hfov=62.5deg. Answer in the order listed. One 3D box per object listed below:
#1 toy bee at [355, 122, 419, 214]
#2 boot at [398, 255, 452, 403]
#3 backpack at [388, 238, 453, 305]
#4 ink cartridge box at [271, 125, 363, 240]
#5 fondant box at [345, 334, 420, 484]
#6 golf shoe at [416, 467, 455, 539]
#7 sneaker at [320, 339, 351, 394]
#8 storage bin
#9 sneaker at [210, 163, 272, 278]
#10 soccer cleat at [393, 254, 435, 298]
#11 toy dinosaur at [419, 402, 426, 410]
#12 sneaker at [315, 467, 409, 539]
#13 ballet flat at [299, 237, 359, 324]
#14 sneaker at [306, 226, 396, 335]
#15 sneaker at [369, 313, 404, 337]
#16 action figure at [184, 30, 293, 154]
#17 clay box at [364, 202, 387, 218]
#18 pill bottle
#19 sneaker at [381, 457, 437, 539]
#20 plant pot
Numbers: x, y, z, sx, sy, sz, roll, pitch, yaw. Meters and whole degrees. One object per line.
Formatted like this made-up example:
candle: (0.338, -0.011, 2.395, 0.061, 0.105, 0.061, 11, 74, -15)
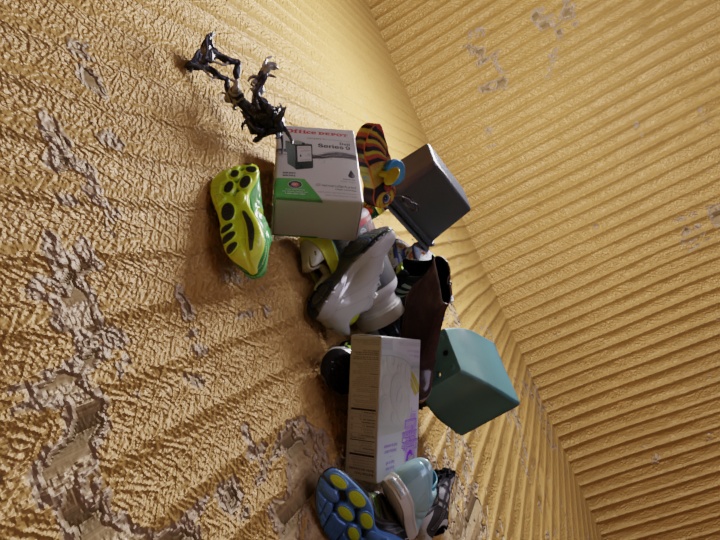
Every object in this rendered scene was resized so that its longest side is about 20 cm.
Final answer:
toy bee: (0.036, -0.161, 1.096, 0.201, 0.109, 0.130, 51, -21, -14)
boot: (0.108, 0.099, 0.991, 0.168, 0.070, 0.204, 113, -18, -54)
backpack: (0.107, 0.023, 1.321, 0.200, 0.153, 0.193, 43, 18, -41)
ink cartridge box: (-0.077, -0.153, 1.002, 0.085, 0.142, 0.203, 102, -13, -45)
fondant box: (0.038, 0.204, 0.904, 0.143, 0.057, 0.206, 15, 77, -60)
golf shoe: (0.120, 0.399, 1.021, 0.199, 0.076, 0.097, 5, 79, -67)
sneaker: (-0.018, 0.151, 0.968, 0.082, 0.072, 0.199, 39, 5, 33)
storage bin: (0.138, -0.169, 1.274, 0.200, 0.133, 0.148, 44, 24, -36)
sneaker: (-0.165, -0.072, 0.826, 0.085, 0.072, 0.203, 81, -3, -50)
soccer cleat: (0.078, 0.018, 1.150, 0.081, 0.196, 0.069, 44, 37, -41)
toy dinosaur: (0.074, 0.212, 1.131, 0.202, 0.076, 0.103, 55, 9, -17)
sneaker: (0.000, 0.328, 0.788, 0.201, 0.070, 0.083, 52, 1, -29)
ballet flat: (-0.063, 0.005, 1.006, 0.067, 0.066, 0.204, -30, 97, -44)
sneaker: (-0.004, 0.015, 0.976, 0.087, 0.201, 0.074, 43, -11, -25)
sneaker: (0.106, 0.149, 1.192, 0.200, 0.112, 0.077, 46, 20, -42)
action figure: (-0.173, -0.285, 0.939, 0.199, 0.118, 0.103, 42, 60, -20)
clay box: (-0.002, -0.119, 1.231, 0.048, 0.113, 0.200, 61, 18, -5)
pill bottle: (0.000, 0.000, 1.083, 0.204, 0.113, 0.116, 66, 18, -11)
sneaker: (0.080, 0.329, 0.856, 0.074, 0.081, 0.202, 52, -18, 29)
plant pot: (0.181, 0.200, 1.121, 0.199, 0.140, 0.144, 34, 30, -48)
